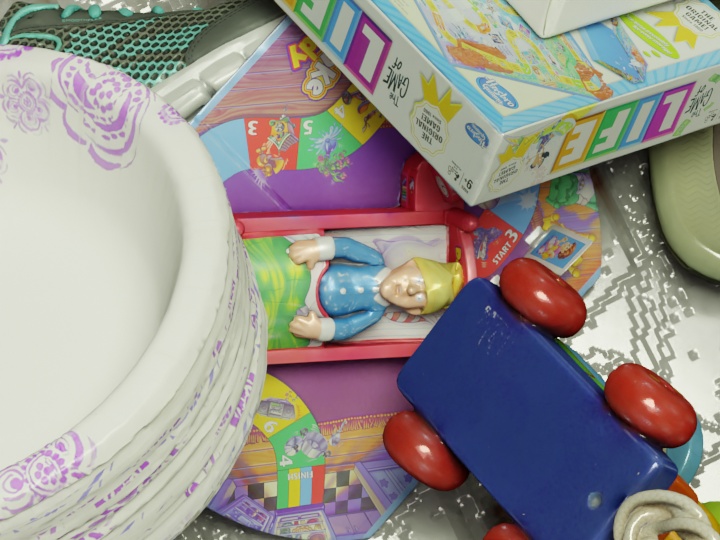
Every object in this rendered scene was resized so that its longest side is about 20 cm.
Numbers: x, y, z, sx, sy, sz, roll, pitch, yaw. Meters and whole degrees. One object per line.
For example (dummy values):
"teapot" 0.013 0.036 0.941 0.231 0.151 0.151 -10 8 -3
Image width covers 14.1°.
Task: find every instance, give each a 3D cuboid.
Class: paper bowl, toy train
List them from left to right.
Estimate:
"paper bowl" -0.129 0.031 0.954 0.199 0.105 0.202 -7 51 9
"toy train" 0.103 0.087 0.979 0.085 0.115 0.200 -53 42 9

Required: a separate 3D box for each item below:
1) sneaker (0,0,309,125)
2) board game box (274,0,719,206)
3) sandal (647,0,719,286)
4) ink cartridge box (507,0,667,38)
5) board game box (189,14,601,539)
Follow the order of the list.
"sneaker" -0.094 -0.071 1.078 0.199 0.078 0.091 -30 72 -12
"board game box" 0.031 -0.115 1.046 0.134 0.034 0.200 -18 54 -38
"sandal" 0.136 -0.095 1.091 0.079 0.057 0.202 -9 72 -4
"ink cartridge box" 0.072 -0.190 1.047 0.145 0.084 0.200 -19 55 -31
"board game box" 0.000 0.000 1.039 0.158 0.039 0.200 45 82 -19
